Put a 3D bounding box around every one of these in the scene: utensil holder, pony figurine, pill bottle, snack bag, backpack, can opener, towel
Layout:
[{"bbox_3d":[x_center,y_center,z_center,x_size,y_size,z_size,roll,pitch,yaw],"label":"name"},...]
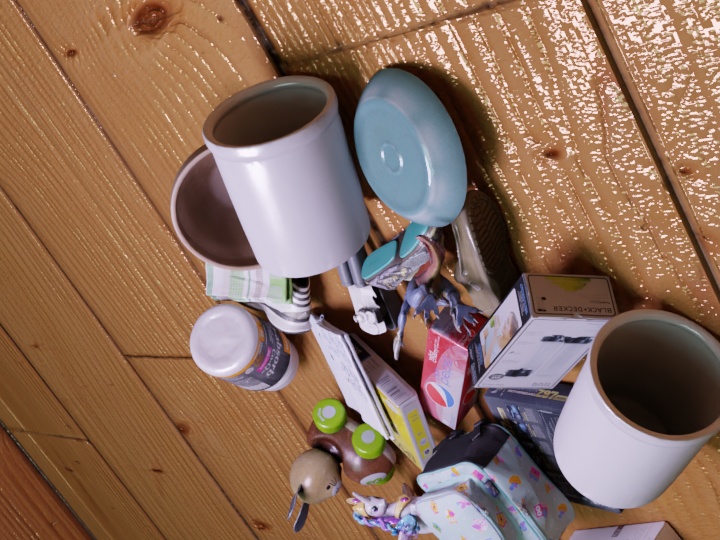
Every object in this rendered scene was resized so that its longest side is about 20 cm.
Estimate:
[{"bbox_3d":[0.326,0.168,1.352,0.170,0.170,0.200,34,149,15],"label":"utensil holder"},{"bbox_3d":[0.096,0.408,1.891,0.199,0.167,0.193,-8,139,23],"label":"pony figurine"},{"bbox_3d":[-0.180,0.129,1.837,0.116,0.117,0.200,26,175,26],"label":"pill bottle"},{"bbox_3d":[-0.023,0.155,1.752,0.189,0.021,0.200,65,166,-18],"label":"snack bag"},{"bbox_3d":[-0.086,-0.118,1.452,0.170,0.170,0.200,14,137,38],"label":"utensil holder"},{"bbox_3d":[0.190,0.331,1.611,0.200,0.153,0.176,40,147,-9],"label":"backpack"},{"bbox_3d":[0.000,0.000,1.618,0.053,0.066,0.201,3,121,45],"label":"can opener"},{"bbox_3d":[-0.176,-0.024,1.738,0.200,0.031,0.150,3,100,49],"label":"towel"}]

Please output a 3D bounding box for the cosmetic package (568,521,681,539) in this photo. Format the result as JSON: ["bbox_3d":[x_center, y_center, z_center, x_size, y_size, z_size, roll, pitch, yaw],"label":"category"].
[{"bbox_3d":[0.370,0.427,1.657,0.074,0.102,0.200,51,146,-10],"label":"cosmetic package"}]

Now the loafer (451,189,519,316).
[{"bbox_3d":[0.146,-0.012,1.422,0.067,0.076,0.200,5,132,36],"label":"loafer"}]

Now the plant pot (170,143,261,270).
[{"bbox_3d":[-0.166,-0.108,1.598,0.093,0.200,0.201,-111,-1,-57],"label":"plant pot"}]

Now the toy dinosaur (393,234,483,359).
[{"bbox_3d":[0.098,0.022,1.465,0.182,0.105,0.201,-117,26,-68],"label":"toy dinosaur"}]

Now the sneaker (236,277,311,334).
[{"bbox_3d":[-0.136,0.008,1.779,0.200,0.075,0.116,30,120,43],"label":"sneaker"}]

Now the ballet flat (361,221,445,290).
[{"bbox_3d":[0.072,-0.025,1.512,0.072,0.072,0.200,46,148,-4],"label":"ballet flat"}]

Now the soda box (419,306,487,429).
[{"bbox_3d":[0.131,0.136,1.618,0.070,0.063,0.200,29,145,21],"label":"soda box"}]

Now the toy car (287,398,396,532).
[{"bbox_3d":[-0.052,0.341,1.893,0.158,0.200,0.164,29,160,21],"label":"toy car"}]

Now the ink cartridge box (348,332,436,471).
[{"bbox_3d":[0.048,0.219,1.761,0.198,0.047,0.200,39,153,51],"label":"ink cartridge box"}]

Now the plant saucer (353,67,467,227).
[{"bbox_3d":[0.048,-0.139,1.366,0.200,0.036,0.201,39,142,39],"label":"plant saucer"}]

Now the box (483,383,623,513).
[{"bbox_3d":[0.276,0.239,1.590,0.157,0.051,0.200,4,131,45],"label":"box"}]

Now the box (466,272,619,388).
[{"bbox_3d":[0.219,0.077,1.406,0.116,0.060,0.200,2,151,-15],"label":"box"}]
